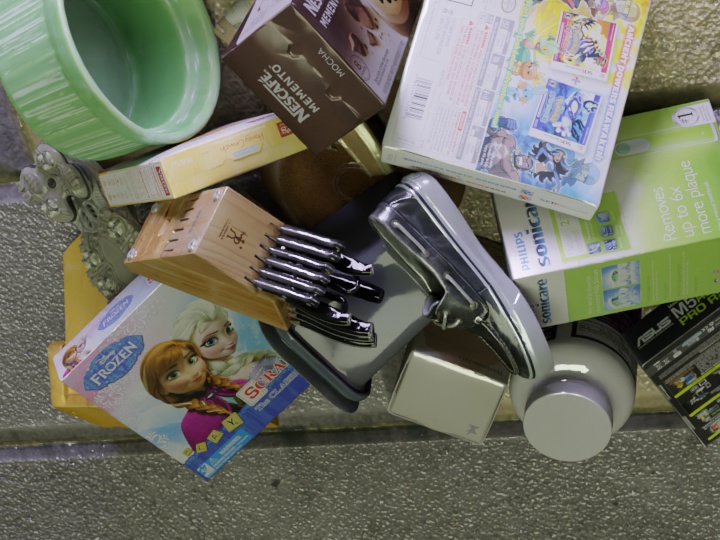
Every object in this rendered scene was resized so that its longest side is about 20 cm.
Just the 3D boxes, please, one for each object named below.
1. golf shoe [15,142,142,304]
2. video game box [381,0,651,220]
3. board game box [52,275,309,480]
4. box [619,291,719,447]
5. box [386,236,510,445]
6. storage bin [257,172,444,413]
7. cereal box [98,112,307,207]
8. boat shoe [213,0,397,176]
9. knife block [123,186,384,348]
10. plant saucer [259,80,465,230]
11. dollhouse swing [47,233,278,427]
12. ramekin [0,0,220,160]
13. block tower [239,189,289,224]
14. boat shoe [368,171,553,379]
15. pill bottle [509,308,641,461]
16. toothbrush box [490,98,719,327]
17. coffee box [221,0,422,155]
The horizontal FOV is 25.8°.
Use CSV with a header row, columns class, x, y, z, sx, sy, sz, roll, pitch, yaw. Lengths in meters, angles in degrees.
class,x,y,z,sx,sy,sz,roll,pitch,yaw
golf shoe,-0.228,-0.042,1.480,0.078,0.097,0.200,-40,83,26
video game box,0.129,-0.161,1.292,0.182,0.200,0.047,16,165,4
board game box,-0.142,0.074,1.450,0.200,0.041,0.199,-44,126,8
box,0.347,0.050,1.390,0.200,0.044,0.160,-38,135,7
box,0.095,0.057,1.434,0.095,0.200,0.078,19,126,-1
storage bin,0.000,0.000,1.390,0.134,0.200,0.146,-40,108,21
cereal box,-0.133,-0.098,1.360,0.200,0.144,0.040,-1,110,65
boat shoe,-0.045,-0.156,1.374,0.063,0.073,0.201,-39,92,14
knife block,-0.078,0.006,1.288,0.175,0.064,0.200,35,159,-26
plant saucer,-0.003,-0.088,1.460,0.200,0.035,0.201,6,126,9
dollhouse swing,-0.198,0.063,1.611,0.199,0.176,0.182,-3,165,14
ramekin,-0.221,-0.191,1.345,0.098,0.200,0.200,-18,119,32
block tower,-0.152,0.017,1.495,0.058,0.054,0.200,39,96,20
boat shoe,0.078,0.017,1.284,0.071,0.072,0.200,-38,93,-14
pill bottle,0.196,0.080,1.426,0.112,0.200,0.113,7,125,9
toothbrush box,0.217,-0.047,1.331,0.199,0.146,0.086,-12,144,5
coffee box,-0.026,-0.200,1.286,0.080,0.200,0.113,-33,111,30
